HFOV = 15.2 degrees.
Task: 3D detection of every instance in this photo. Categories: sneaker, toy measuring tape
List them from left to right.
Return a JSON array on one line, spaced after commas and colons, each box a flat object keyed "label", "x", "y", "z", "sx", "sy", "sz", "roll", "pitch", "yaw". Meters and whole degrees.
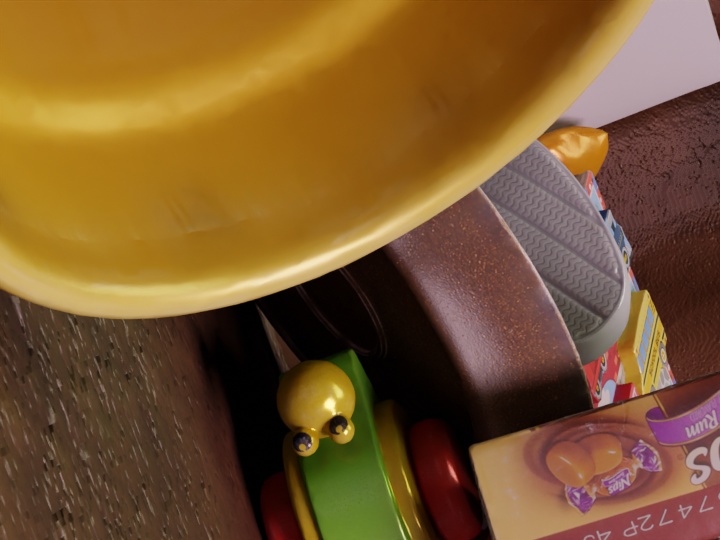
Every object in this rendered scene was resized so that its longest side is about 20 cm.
[{"label": "toy measuring tape", "x": 0.016, "y": 0.103, "z": 0.899, "sx": 0.074, "sy": 0.073, "sz": 0.200, "roll": -103, "pitch": 170, "yaw": -46}, {"label": "sneaker", "x": 0.023, "y": -0.022, "z": 0.977, "sx": 0.200, "sy": 0.073, "sz": 0.071, "roll": 40, "pitch": -18, "yaw": 32}]

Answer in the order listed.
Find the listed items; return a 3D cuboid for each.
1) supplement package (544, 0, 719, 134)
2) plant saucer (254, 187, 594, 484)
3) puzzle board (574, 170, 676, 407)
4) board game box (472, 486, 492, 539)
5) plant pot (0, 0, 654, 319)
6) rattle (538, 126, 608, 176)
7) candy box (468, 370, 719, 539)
[{"label": "supplement package", "x": 0.042, "y": -0.123, "z": 1.168, "sx": 0.156, "sy": 0.200, "sz": 0.111, "roll": 54, "pitch": 18, "yaw": -65}, {"label": "plant saucer", "x": 0.000, "y": 0.000, "z": 0.908, "sx": 0.200, "sy": 0.032, "sz": 0.200, "roll": 45, "pitch": -20, "yaw": 22}, {"label": "puzzle board", "x": 0.105, "y": 0.075, "z": 1.095, "sx": 0.200, "sy": 0.017, "sz": 0.151, "roll": -71, "pitch": 142, "yaw": -51}, {"label": "board game box", "x": 0.063, "y": 0.066, "z": 1.086, "sx": 0.200, "sy": 0.019, "sz": 0.103, "roll": -1, "pitch": 99, "yaw": -67}, {"label": "plant pot", "x": -0.048, "y": -0.123, "z": 0.625, "sx": 0.189, "sy": 0.201, "sz": 0.201, "roll": 57, "pitch": 0, "yaw": 31}, {"label": "rattle", "x": 0.062, "y": 0.047, "z": 1.130, "sx": 0.200, "sy": 0.143, "sz": 0.130, "roll": -111, "pitch": -166, "yaw": -51}, {"label": "candy box", "x": 0.105, "y": 0.091, "z": 0.899, "sx": 0.200, "sy": 0.116, "sz": 0.057, "roll": 70, "pitch": 4, "yaw": -72}]
